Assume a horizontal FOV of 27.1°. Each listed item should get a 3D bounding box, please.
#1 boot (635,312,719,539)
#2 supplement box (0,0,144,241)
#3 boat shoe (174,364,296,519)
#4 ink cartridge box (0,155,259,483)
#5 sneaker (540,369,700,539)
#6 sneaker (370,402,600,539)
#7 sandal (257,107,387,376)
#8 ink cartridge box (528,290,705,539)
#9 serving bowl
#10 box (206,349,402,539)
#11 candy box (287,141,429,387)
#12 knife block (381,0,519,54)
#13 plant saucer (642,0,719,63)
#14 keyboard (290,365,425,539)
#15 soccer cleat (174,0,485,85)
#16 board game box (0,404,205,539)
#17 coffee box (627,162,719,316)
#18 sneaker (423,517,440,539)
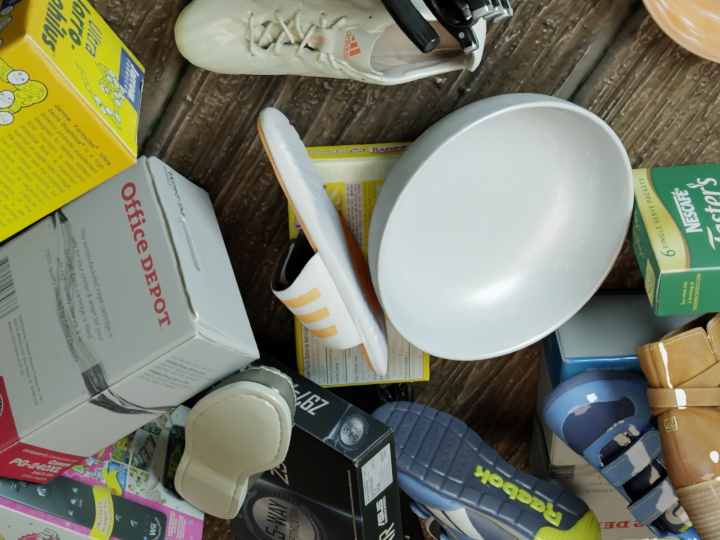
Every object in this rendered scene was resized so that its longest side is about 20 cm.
[{"bbox_3d":[0.269,0.105,1.063,0.200,0.156,0.077,-14,171,-45],"label":"boot"},{"bbox_3d":[-0.250,-0.090,0.955,0.200,0.109,0.110,-28,126,16],"label":"supplement box"},{"bbox_3d":[-0.084,0.112,1.059,0.072,0.060,0.202,30,146,0],"label":"boat shoe"},{"bbox_3d":[-0.183,0.036,1.028,0.200,0.145,0.083,-30,152,18],"label":"ink cartridge box"},{"bbox_3d":[0.216,0.142,1.091,0.200,0.082,0.074,32,120,-24],"label":"sneaker"},{"bbox_3d":[0.083,0.179,1.148,0.200,0.074,0.082,35,136,5],"label":"sneaker"},{"bbox_3d":[-0.039,-0.014,1.024,0.059,0.079,0.207,-21,114,11],"label":"sandal"},{"bbox_3d":[0.215,0.117,1.176,0.145,0.084,0.200,-2,128,-4],"label":"ink cartridge box"},{"bbox_3d":[0.089,-0.037,1.037,0.200,0.066,0.200,-14,125,-20],"label":"serving bowl"},{"bbox_3d":[-0.041,0.169,1.160,0.044,0.160,0.200,-37,140,-33],"label":"box"},{"bbox_3d":[0.000,0.000,1.092,0.102,0.026,0.200,-2,124,-1],"label":"candy box"},{"bbox_3d":[0.004,-0.210,0.838,0.200,0.176,0.064,33,118,-27],"label":"knife block"},{"bbox_3d":[0.267,-0.222,0.941,0.200,0.037,0.200,-3,129,-4],"label":"plant saucer"},{"bbox_3d":[0.006,0.148,1.213,0.104,0.040,0.200,-15,117,2],"label":"keyboard"},{"bbox_3d":[-0.019,-0.151,0.946,0.199,0.078,0.069,-4,129,-2],"label":"soccer cleat"},{"bbox_3d":[-0.216,0.150,1.122,0.200,0.148,0.064,24,133,-23],"label":"board game box"},{"bbox_3d":[0.291,-0.028,1.044,0.199,0.123,0.044,-4,130,0],"label":"coffee box"},{"bbox_3d":[0.144,0.264,1.279,0.200,0.099,0.071,27,124,-22],"label":"sneaker"}]
